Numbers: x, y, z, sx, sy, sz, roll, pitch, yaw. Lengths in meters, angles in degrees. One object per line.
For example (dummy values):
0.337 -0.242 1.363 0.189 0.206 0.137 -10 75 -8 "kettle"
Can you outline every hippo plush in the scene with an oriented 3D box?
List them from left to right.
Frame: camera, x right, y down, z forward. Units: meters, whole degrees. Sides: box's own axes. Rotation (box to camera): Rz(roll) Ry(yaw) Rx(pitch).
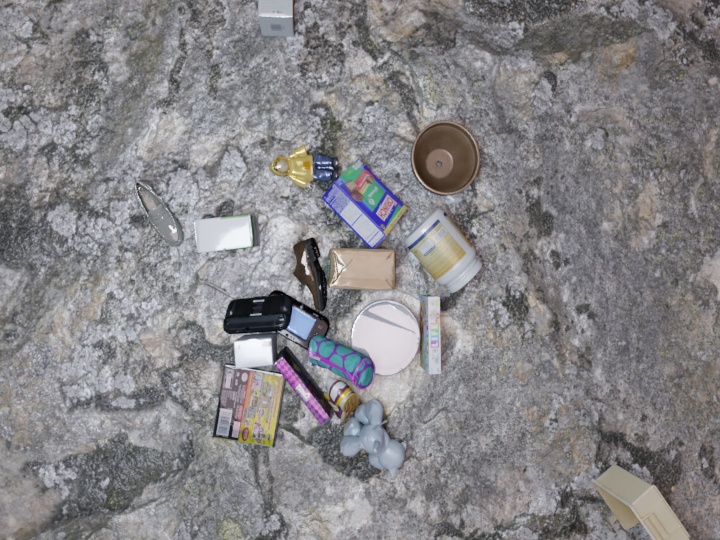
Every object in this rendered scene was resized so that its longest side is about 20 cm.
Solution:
0.059 0.463 1.523 0.160 0.198 0.162 39 54 -22 "hippo plush"

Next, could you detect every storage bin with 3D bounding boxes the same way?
0.786 0.675 1.551 0.093 0.200 0.201 -35 92 -6 "storage bin"

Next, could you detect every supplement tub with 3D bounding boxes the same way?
0.232 -0.054 1.539 0.144 0.144 0.201 -41 92 -4 "supplement tub"

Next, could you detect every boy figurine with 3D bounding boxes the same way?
-0.160 -0.295 1.550 0.193 0.064 0.129 4 92 -8 "boy figurine"

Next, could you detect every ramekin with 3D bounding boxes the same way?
0.066 0.183 1.548 0.195 0.094 0.210 0 90 -4 "ramekin"

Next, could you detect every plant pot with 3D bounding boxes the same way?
0.232 -0.312 1.568 0.193 0.093 0.209 0 90 -5 "plant pot"

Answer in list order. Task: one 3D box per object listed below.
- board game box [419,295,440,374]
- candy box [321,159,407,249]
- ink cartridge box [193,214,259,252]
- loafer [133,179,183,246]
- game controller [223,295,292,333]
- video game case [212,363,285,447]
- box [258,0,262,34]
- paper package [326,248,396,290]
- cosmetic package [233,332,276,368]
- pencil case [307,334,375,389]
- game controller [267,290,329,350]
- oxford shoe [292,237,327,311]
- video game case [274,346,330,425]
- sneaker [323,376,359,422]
0.193 0.174 1.538 0.033 0.134 0.208 0 89 -5 "board game box"
0.014 -0.183 1.512 0.200 0.170 0.077 45 129 -5 "candy box"
-0.347 -0.097 1.465 0.141 0.200 0.088 -6 93 -4 "ink cartridge box"
-0.556 -0.155 1.511 0.069 0.070 0.202 -36 92 -4 "loafer"
-0.279 0.118 1.500 0.193 0.106 0.043 -5 135 13 "game controller"
-0.310 0.378 1.549 0.174 0.025 0.207 10 88 -4 "video game case"
-0.229 -0.772 1.518 0.094 0.124 0.208 0 90 -5 "box"
0.000 0.000 1.492 0.184 0.200 0.107 1 89 -4 "paper package"
-0.274 0.210 1.465 0.098 0.200 0.077 -4 89 -4 "cosmetic package"
-0.054 0.243 1.473 0.091 0.196 0.088 -19 118 -46 "pencil case"
-0.186 0.142 1.553 0.196 0.042 0.106 30 87 -4 "game controller"
-0.144 0.018 1.553 0.082 0.073 0.207 -15 89 12 "oxford shoe"
-0.153 0.304 1.483 0.036 0.181 0.202 -37 94 -3 "video game case"
-0.055 0.343 1.501 0.090 0.202 0.075 41 67 19 "sneaker"
